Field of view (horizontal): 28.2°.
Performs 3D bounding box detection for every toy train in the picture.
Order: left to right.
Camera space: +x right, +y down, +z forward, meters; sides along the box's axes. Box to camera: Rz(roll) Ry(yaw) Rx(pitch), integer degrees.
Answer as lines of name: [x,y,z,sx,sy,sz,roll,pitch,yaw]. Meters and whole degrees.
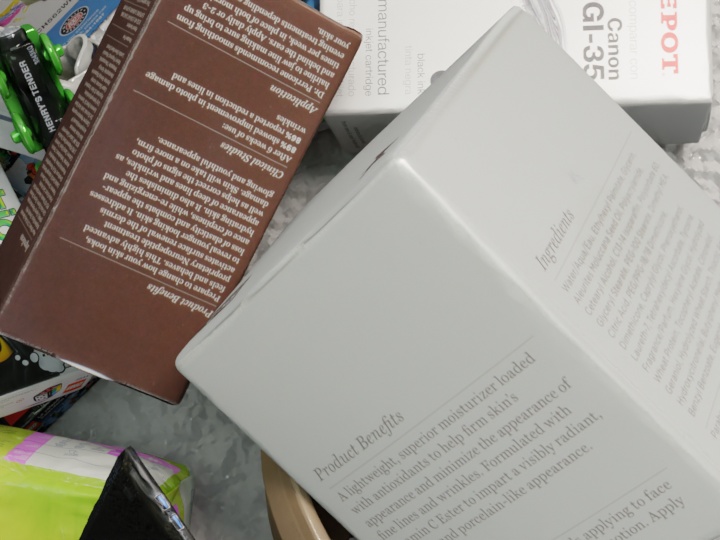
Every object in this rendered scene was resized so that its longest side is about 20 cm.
toy train: [-0.143,-0.034,0.741,0.042,0.056,0.201,-26,113,-13]

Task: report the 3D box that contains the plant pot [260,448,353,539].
plant pot: [0.024,0.126,0.725,0.093,0.200,0.201,-44,73,39]

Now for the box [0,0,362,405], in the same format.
box: [-0.092,-0.049,0.685,0.100,0.075,0.201,26,93,-25]

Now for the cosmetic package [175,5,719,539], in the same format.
cosmetic package: [0.063,0.028,0.639,0.200,0.165,0.165,45,128,-6]

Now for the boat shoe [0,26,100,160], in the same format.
boat shoe: [-0.153,-0.095,0.779,0.066,0.199,0.074,-66,32,20]

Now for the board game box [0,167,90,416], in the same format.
board game box: [-0.239,-0.011,0.761,0.126,0.035,0.201,-19,74,-39]

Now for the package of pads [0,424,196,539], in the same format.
package of pads: [-0.194,0.162,0.773,0.199,0.068,0.155,9,99,10]

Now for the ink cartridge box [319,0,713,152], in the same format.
ink cartridge box: [0.082,-0.144,0.754,0.199,0.083,0.147,-1,81,8]

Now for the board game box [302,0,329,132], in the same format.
board game box: [0.020,-0.161,0.827,0.199,0.035,0.127,-18,79,6]

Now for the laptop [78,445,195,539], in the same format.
laptop: [-0.031,0.170,0.655,0.103,0.177,0.200,-29,75,-32]

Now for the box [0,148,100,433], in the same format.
box: [-0.208,-0.020,0.839,0.137,0.038,0.200,-43,77,0]

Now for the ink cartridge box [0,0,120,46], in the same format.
ink cartridge box: [-0.182,-0.212,0.784,0.085,0.200,0.145,42,89,14]
